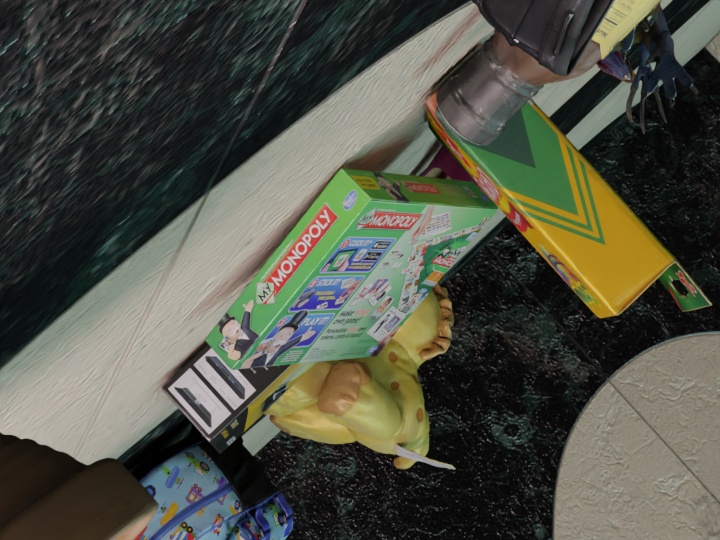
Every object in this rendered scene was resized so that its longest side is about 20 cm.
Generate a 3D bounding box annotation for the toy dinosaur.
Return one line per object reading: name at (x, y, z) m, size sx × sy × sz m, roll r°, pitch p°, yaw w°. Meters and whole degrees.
toy dinosaur at (0.193, -0.170, 1.318) m, size 0.201 × 0.104 × 0.182 m, roll -57°, pitch -169°, yaw 20°

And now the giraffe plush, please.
giraffe plush at (0.012, 0.070, 1.665) m, size 0.173 × 0.198 × 0.163 m, roll 110°, pitch -1°, yaw -74°

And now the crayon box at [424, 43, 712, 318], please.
crayon box at (0.121, -0.037, 1.136) m, size 0.051 × 0.200 × 0.127 m, roll -42°, pitch 175°, yaw 0°

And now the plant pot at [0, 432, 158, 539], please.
plant pot at (-0.173, 0.117, 0.656) m, size 0.201 × 0.093 × 0.201 m, roll -42°, pitch 175°, yaw -5°

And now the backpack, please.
backpack at (-0.170, 0.235, 1.610) m, size 0.183 × 0.135 × 0.200 m, roll -45°, pitch 173°, yaw 15°

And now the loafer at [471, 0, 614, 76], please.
loafer at (0.124, -0.162, 0.802) m, size 0.068 × 0.070 × 0.201 m, roll -39°, pitch 174°, yaw -48°

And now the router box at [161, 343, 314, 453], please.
router box at (-0.063, 0.056, 1.345) m, size 0.157 × 0.052 × 0.200 m, roll -43°, pitch 176°, yaw -6°

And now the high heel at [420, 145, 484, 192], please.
high heel at (0.059, -0.040, 1.392) m, size 0.096 × 0.067 × 0.200 m, roll -53°, pitch -178°, yaw -15°

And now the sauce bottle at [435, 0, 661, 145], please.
sauce bottle at (0.115, -0.144, 0.962) m, size 0.200 × 0.065 × 0.065 m, roll -44°, pitch 176°, yaw 31°

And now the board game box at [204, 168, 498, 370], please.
board game box at (0.000, 0.000, 1.165) m, size 0.135 × 0.029 × 0.200 m, roll -51°, pitch 160°, yaw 16°
